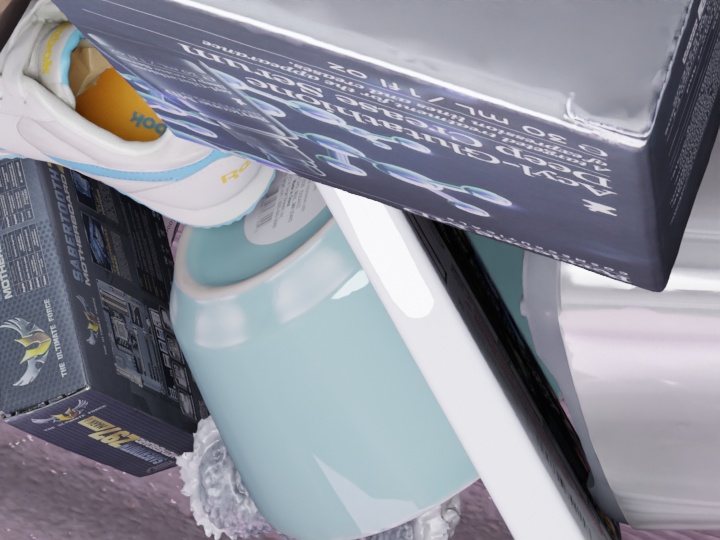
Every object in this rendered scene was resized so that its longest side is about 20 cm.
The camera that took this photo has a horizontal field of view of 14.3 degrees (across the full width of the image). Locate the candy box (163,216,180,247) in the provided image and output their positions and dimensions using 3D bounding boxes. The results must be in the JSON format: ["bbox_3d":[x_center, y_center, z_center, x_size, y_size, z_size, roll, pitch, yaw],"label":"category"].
[{"bbox_3d":[-0.215,-0.074,1.567,0.200,0.072,0.168,26,171,-41],"label":"candy box"}]

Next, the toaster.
[{"bbox_3d":[0.132,0.008,0.930,0.129,0.114,0.200,3,145,20],"label":"toaster"}]

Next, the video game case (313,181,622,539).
[{"bbox_3d":[0.038,0.025,0.989,0.200,0.023,0.182,60,-173,-7],"label":"video game case"}]

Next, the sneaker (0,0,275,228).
[{"bbox_3d":[-0.130,-0.080,1.128,0.200,0.077,0.081,14,160,14],"label":"sneaker"}]

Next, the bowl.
[{"bbox_3d":[0.000,0.000,1.155,0.105,0.201,0.201,45,162,-27],"label":"bowl"}]

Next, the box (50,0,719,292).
[{"bbox_3d":[0.019,-0.080,0.700,0.148,0.107,0.200,18,174,10],"label":"box"}]

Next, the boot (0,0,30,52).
[{"bbox_3d":[-0.150,-0.106,0.990,0.075,0.074,0.200,34,-170,-15],"label":"boot"}]

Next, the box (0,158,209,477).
[{"bbox_3d":[-0.139,-0.012,1.365,0.051,0.200,0.158,-20,161,13],"label":"box"}]

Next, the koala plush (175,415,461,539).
[{"bbox_3d":[0.005,0.045,1.342,0.177,0.200,0.184,16,172,33],"label":"koala plush"}]
